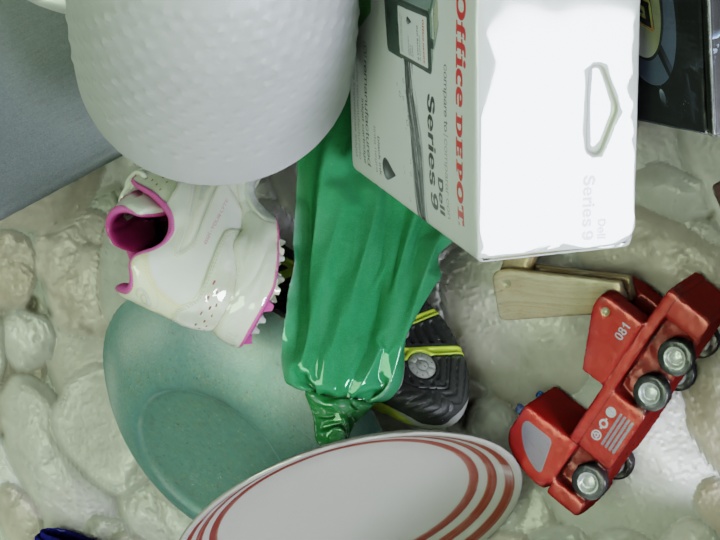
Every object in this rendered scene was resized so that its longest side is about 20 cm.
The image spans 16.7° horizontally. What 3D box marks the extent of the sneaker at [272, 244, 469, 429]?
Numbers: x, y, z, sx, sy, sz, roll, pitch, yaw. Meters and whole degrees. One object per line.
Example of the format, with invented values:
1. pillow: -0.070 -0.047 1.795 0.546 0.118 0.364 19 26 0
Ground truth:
1. sneaker: -0.025 0.039 1.411 0.200 0.075 0.077 28 141 18

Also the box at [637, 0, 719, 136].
1. box: 0.156 -0.160 1.190 0.200 0.086 0.164 -155 59 -67

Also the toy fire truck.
1. toy fire truck: 0.122 0.019 1.331 0.141 0.049 0.200 39 117 15

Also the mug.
1. mug: -0.098 -0.152 1.202 0.199 0.175 0.148 15 66 4

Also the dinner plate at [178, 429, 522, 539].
1. dinner plate: -0.008 0.135 1.355 0.200 0.200 0.024 -38 55 29

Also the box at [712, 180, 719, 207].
1. box: 0.299 0.009 1.171 0.166 0.164 0.200 -23 90 30

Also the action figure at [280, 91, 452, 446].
1. action figure: 0.000 0.000 1.337 0.118 0.055 0.201 13 78 -7

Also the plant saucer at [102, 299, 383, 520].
1. plant saucer: -0.075 0.099 1.414 0.201 0.039 0.201 20 135 22

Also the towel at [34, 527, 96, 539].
1. towel: -0.154 0.274 1.533 0.147 0.050 0.201 14 108 25

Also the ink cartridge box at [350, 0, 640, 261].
1. ink cartridge box: 0.061 -0.101 1.218 0.084 0.200 0.146 -7 107 -16

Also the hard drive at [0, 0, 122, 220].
1. hard drive: -0.209 -0.096 1.328 0.200 0.033 0.140 -28 122 1

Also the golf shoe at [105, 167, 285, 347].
1. golf shoe: -0.095 -0.048 1.354 0.091 0.200 0.075 11 131 -19
